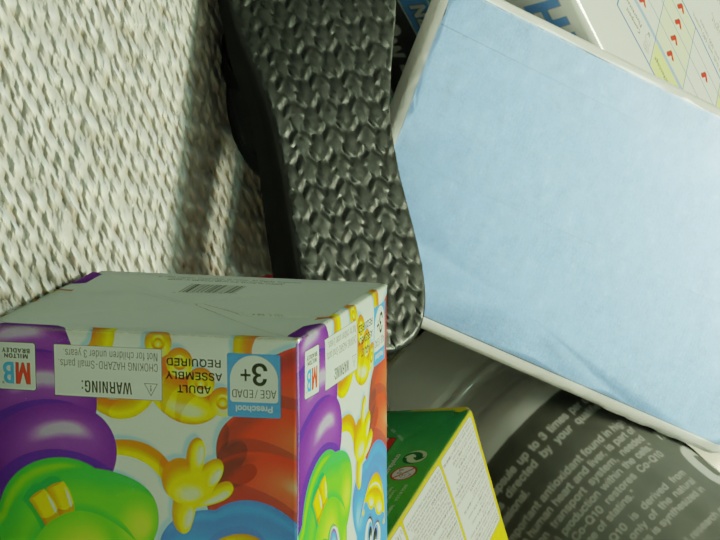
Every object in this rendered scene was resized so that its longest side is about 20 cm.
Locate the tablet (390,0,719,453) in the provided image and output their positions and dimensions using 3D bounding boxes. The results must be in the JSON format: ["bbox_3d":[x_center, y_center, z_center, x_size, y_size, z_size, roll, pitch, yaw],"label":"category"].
[{"bbox_3d":[0.091,-0.018,1.173,0.014,0.199,0.131,10,-102,63],"label":"tablet"}]

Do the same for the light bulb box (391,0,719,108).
[{"bbox_3d":[0.084,-0.110,1.291,0.199,0.124,0.201,59,33,-33],"label":"light bulb box"}]

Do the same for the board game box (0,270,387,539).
[{"bbox_3d":[-0.053,0.109,0.941,0.103,0.104,0.201,-32,122,-72],"label":"board game box"}]

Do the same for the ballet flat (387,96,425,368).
[{"bbox_3d":[0.000,0.000,1.223,0.200,0.073,0.073,78,19,-62],"label":"ballet flat"}]

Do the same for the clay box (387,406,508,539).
[{"bbox_3d":[0.028,0.165,1.084,0.115,0.047,0.201,-52,132,-54],"label":"clay box"}]

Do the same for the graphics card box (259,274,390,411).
[{"bbox_3d":[-0.014,0.116,1.122,0.126,0.051,0.201,-69,143,-48],"label":"graphics card box"}]

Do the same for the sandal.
[{"bbox_3d":[-0.024,-0.059,1.108,0.075,0.048,0.202,6,69,-34],"label":"sandal"}]

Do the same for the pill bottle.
[{"bbox_3d":[0.093,0.110,1.220,0.114,0.200,0.114,-43,161,-19],"label":"pill bottle"}]

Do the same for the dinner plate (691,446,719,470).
[{"bbox_3d":[0.204,0.070,1.410,0.199,0.024,0.201,19,62,-40],"label":"dinner plate"}]
